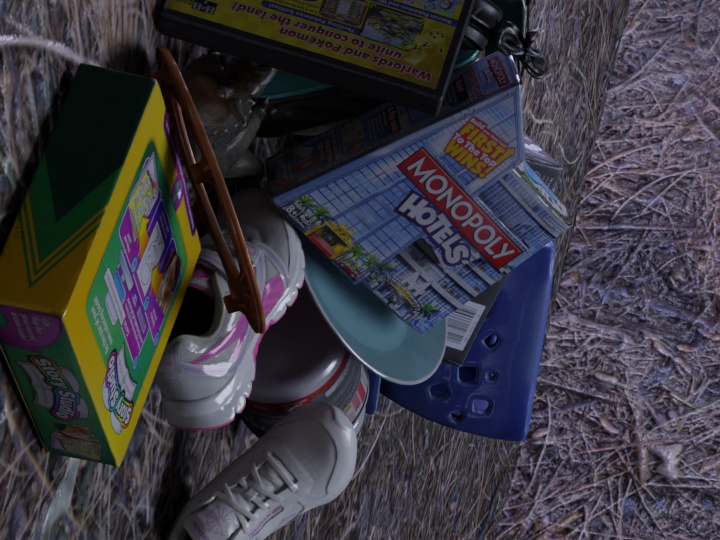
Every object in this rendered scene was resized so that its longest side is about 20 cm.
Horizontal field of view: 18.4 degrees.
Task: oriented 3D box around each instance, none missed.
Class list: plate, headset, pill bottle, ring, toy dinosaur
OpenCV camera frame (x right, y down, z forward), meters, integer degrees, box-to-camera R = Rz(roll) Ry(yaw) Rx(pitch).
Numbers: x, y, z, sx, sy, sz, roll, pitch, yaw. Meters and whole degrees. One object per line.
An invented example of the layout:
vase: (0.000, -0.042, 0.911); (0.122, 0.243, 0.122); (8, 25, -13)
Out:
plate: (0.000, 0.000, 1.753); (0.200, 0.026, 0.201); (38, 38, -38)
headset: (0.086, -0.214, 1.620); (0.094, 0.123, 0.200); (27, 28, -48)
pill bottle: (-0.054, 0.082, 1.822); (0.200, 0.115, 0.116); (70, 33, -66)
ring: (-0.104, -0.051, 1.466); (0.200, 0.019, 0.201); (160, -90, -83)
toy dinosaur: (-0.100, -0.113, 1.590); (0.102, 0.077, 0.200); (-53, 173, -30)

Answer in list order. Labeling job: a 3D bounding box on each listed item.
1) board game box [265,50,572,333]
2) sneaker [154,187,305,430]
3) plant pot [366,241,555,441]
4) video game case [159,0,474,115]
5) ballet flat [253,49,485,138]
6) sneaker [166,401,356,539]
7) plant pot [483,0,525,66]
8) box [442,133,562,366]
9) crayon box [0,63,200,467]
board game box: (0.067, -0.063, 1.677); (0.200, 0.200, 0.062); (44, 20, -30)
sneaker: (-0.101, 0.013, 1.615); (0.088, 0.081, 0.201); (64, 34, -47)
plant pot: (0.070, 0.033, 2.111); (0.200, 0.179, 0.201); (-106, -157, -71)
video game case: (-0.017, -0.210, 1.535); (0.026, 0.199, 0.181); (103, 5, -60)
ballet flat: (-0.003, -0.139, 1.698); (0.073, 0.199, 0.073); (169, -90, -87)
sneaker: (-0.078, 0.179, 1.729); (0.200, 0.075, 0.100); (-43, 176, 30)
plant pot: (0.018, -0.212, 1.788); (0.135, 0.199, 0.201); (-123, -144, -65)
box: (0.060, -0.041, 1.918); (0.201, 0.132, 0.115); (-63, -149, 16)
crayon box: (-0.164, 0.001, 1.392); (0.200, 0.058, 0.173); (82, 24, -59)
